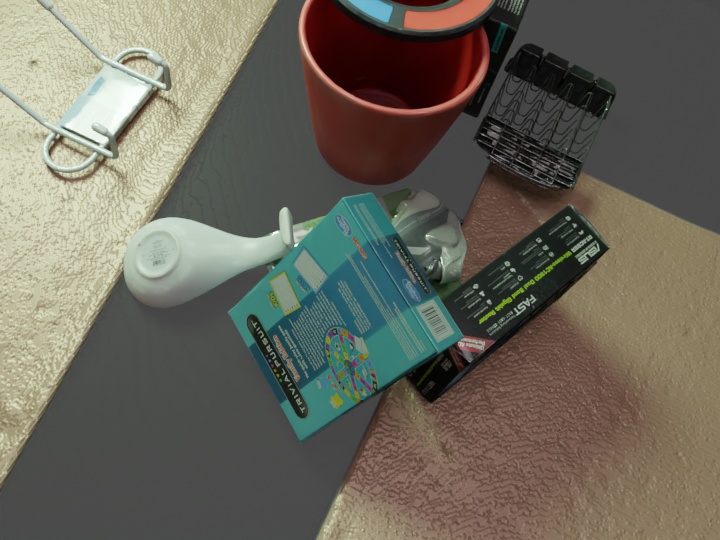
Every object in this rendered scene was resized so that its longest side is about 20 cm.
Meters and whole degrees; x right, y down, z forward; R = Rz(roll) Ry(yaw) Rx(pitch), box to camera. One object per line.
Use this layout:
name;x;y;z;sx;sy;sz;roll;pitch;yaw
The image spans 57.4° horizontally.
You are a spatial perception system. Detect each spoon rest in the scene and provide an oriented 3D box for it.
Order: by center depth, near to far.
spoon rest;-0.158;-0.018;0.689;0.198;0.061;0.100;-10;72;13

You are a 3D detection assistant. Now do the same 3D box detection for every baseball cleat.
baseball cleat;0.048;0.000;0.692;0.106;0.070;0.201;33;65;4

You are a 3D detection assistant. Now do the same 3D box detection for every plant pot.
plant pot;0.024;-0.203;0.744;0.198;0.178;0.202;3;66;-7

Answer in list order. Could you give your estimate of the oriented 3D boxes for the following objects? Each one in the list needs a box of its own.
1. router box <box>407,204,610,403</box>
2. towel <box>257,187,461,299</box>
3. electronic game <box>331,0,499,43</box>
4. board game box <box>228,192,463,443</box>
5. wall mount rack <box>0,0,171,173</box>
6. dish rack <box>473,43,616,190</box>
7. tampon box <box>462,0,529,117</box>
router box;0.140;0.038;0.669;0.199;0.150;0.062;-34;75;-20
towel;0.000;0.000;0.737;0.199;0.031;0.150;-20;73;-19
electronic game;0.051;-0.316;0.678;0.198;0.042;0.202;3;65;-7
board game box;-0.023;0.049;0.610;0.047;0.200;0.152;-18;73;-51
wall mount rack;-0.323;-0.219;0.754;0.173;0.075;0.201;25;64;3
dish rack;0.233;-0.191;0.840;0.152;0.055;0.201;27;67;5
tampon box;0.094;-0.318;0.817;0.199;0.150;0.127;23;61;2
